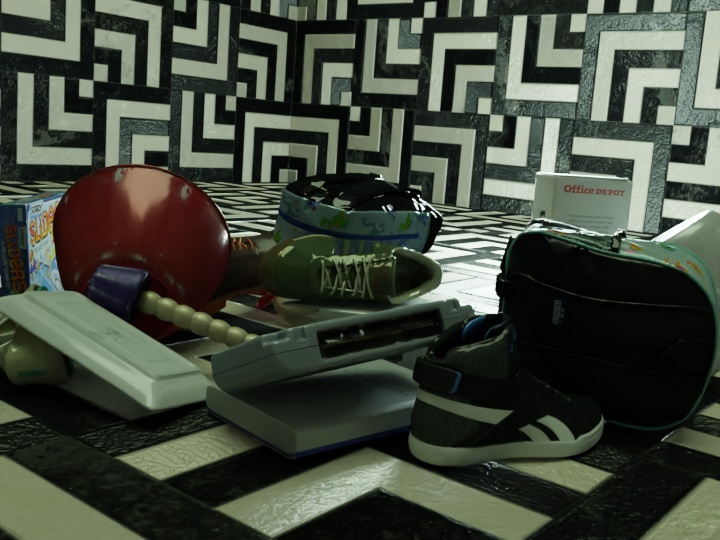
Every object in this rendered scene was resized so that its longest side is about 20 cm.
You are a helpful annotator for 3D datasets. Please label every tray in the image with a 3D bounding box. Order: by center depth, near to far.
[{"bbox_3d":[-0.223,0.062,0.748,0.197,0.023,0.107,27,9,21],"label":"tray"}]

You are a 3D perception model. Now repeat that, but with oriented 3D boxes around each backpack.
[{"bbox_3d":[0.235,0.049,0.797,0.196,0.180,0.153,14,16,26],"label":"backpack"},{"bbox_3d":[-0.017,-0.052,1.004,0.161,0.156,0.199,26,5,23],"label":"backpack"}]

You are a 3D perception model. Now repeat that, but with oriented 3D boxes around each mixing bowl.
[{"bbox_3d":[-0.238,0.001,0.897,0.195,0.203,0.109,3,37,-8],"label":"mixing bowl"}]

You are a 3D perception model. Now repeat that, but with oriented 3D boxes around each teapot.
[{"bbox_3d":[0.467,0.018,1.214,0.198,0.148,0.197,-29,-5,-29],"label":"teapot"}]

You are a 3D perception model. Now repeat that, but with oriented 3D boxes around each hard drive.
[{"bbox_3d":[-0.017,0.114,0.737,0.197,0.026,0.131,-4,12,-42],"label":"hard drive"}]

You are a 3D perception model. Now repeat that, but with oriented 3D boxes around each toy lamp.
[{"bbox_3d":[-0.166,0.048,0.814,0.196,0.059,0.058,23,10,0],"label":"toy lamp"}]

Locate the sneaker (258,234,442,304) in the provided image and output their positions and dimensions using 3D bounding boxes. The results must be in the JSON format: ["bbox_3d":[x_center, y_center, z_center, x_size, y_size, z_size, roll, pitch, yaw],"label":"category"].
[{"bbox_3d":[0.000,0.000,0.875,0.197,0.069,0.089,1,4,-37],"label":"sneaker"}]

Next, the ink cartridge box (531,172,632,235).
[{"bbox_3d":[0.366,-0.059,1.424,0.142,0.205,0.084,3,9,-13],"label":"ink cartridge box"}]

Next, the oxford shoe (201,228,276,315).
[{"bbox_3d":[-0.149,-0.013,1.051,0.198,0.073,0.071,-31,47,-20],"label":"oxford shoe"}]

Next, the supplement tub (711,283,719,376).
[{"bbox_3d":[0.337,0.051,0.991,0.119,0.126,0.200,3,10,-9],"label":"supplement tub"}]

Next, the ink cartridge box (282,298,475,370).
[{"bbox_3d":[0.021,0.068,0.905,0.195,0.068,0.116,6,10,11],"label":"ink cartridge box"}]

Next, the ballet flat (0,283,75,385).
[{"bbox_3d":[-0.319,0.062,0.809,0.068,0.071,0.199,0,11,-24],"label":"ballet flat"}]

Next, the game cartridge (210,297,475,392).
[{"bbox_3d":[-0.016,0.063,0.700,0.197,0.042,0.133,-8,-13,-35],"label":"game cartridge"}]

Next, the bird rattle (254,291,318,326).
[{"bbox_3d":[-0.057,0.018,1.094,0.195,0.115,0.164,0,26,-10],"label":"bird rattle"}]

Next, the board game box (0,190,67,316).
[{"bbox_3d":[-0.389,-0.021,1.026,0.034,0.139,0.200,0,10,-4],"label":"board game box"}]

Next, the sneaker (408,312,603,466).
[{"bbox_3d":[0.131,0.090,0.687,0.196,0.115,0.073,-2,12,-33],"label":"sneaker"}]
